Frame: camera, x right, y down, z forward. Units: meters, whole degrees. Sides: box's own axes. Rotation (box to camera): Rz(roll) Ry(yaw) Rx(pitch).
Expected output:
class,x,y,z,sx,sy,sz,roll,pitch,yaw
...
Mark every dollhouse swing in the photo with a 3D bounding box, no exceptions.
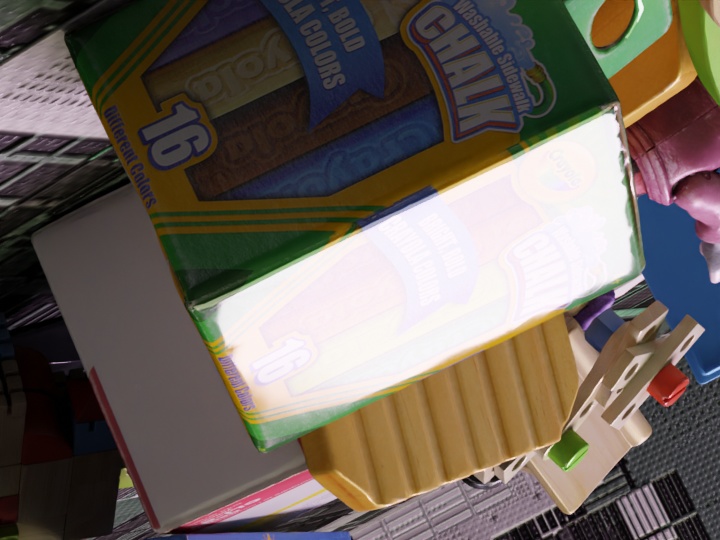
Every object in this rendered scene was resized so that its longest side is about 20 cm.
class,x,y,z,sx,sy,sz,roll,pitch,yaw
dollhouse swing,0.059,-0.023,1.125,0.199,0.177,0.181,-14,166,-47

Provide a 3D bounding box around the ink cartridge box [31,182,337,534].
class,x,y,z,sx,sy,sz,roll,pitch,yaw
ink cartridge box,-0.062,0.042,1.240,0.083,0.146,0.200,-26,170,7

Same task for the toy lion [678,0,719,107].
class,x,y,z,sx,sy,sz,roll,pitch,yaw
toy lion,0.235,-0.111,1.145,0.199,0.069,0.192,-25,133,-5

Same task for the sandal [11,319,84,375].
class,x,y,z,sx,sy,sz,roll,pitch,yaw
sandal,-0.128,0.045,1.403,0.199,0.043,0.076,-19,169,-36

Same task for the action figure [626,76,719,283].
class,x,y,z,sx,sy,sz,roll,pitch,yaw
action figure,0.175,-0.075,1.230,0.200,0.134,0.149,-37,-178,-7

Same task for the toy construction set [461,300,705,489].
class,x,y,z,sx,sy,sz,roll,pitch,yaw
toy construction set,0.068,0.023,1.297,0.131,0.200,0.092,-44,147,-13

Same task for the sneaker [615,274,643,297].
class,x,y,z,sx,sy,sz,roll,pitch,yaw
sneaker,0.095,0.007,1.716,0.199,0.076,0.105,-22,171,4

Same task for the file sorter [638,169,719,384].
class,x,y,z,sx,sy,sz,roll,pitch,yaw
file sorter,0.242,-0.048,1.455,0.199,0.139,0.123,-28,175,10

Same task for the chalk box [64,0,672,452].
class,x,y,z,sx,sy,sz,roll,pitch,yaw
chalk box,0.022,-0.049,0.938,0.199,0.124,0.125,-25,150,-1

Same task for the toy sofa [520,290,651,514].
class,x,y,z,sx,sy,sz,roll,pitch,yaw
toy sofa,0.066,0.049,1.432,0.098,0.083,0.200,-46,-152,-19

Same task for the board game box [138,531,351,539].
class,x,y,z,sx,sy,sz,roll,pitch,yaw
board game box,-0.099,0.144,1.247,0.135,0.035,0.200,-9,172,20

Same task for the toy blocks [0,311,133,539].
class,x,y,z,sx,sy,sz,roll,pitch,yaw
toy blocks,-0.189,0.079,1.278,0.199,0.100,0.137,-7,144,-17
